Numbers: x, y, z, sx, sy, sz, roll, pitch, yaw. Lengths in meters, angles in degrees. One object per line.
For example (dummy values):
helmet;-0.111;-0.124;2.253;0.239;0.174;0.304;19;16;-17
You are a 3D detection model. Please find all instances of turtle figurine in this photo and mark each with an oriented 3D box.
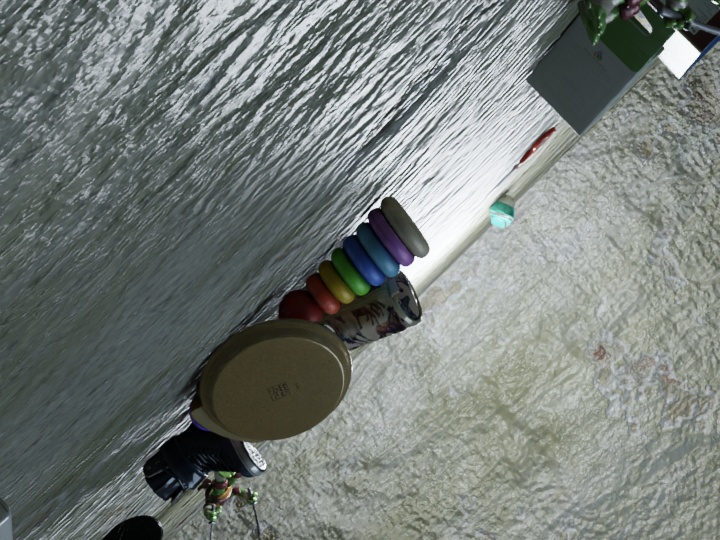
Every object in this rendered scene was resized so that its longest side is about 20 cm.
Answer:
turtle figurine;-0.288;0.521;2.683;0.141;0.201;0.196;0;129;-21
turtle figurine;0.346;-0.286;1.279;0.191;0.202;0.145;-21;-151;5

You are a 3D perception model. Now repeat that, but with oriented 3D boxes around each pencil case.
pencil case;-0.015;0.062;1.496;0.198;0.079;0.089;-24;160;29

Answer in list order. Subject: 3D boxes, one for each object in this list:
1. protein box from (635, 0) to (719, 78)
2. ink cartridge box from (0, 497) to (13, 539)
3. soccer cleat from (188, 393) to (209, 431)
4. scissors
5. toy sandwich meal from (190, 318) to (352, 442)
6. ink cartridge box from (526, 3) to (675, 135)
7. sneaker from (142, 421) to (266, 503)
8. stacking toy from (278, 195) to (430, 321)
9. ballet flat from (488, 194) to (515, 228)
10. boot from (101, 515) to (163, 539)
protein box;0.492;-0.406;1.670;0.200;0.135;0.198;-44;174;5
ink cartridge box;-0.293;0.187;0.723;0.144;0.084;0.200;-41;172;-26
soccer cleat;-0.176;0.173;1.549;0.073;0.069;0.200;-33;179;25
scissors;0.337;-0.225;2.473;0.200;0.014;0.073;-49;175;26
toy sandwich meal;-0.106;0.124;1.400;0.205;0.204;0.071;-45;-144;18
ink cartridge box;0.307;-0.275;1.476;0.059;0.104;0.200;-38;171;-43
sneaker;-0.212;0.264;1.586;0.146;0.077;0.202;-40;-158;-10
stacking toy;-0.017;0.002;1.408;0.199;0.086;0.085;-37;175;7
ballet flat;0.356;-0.154;2.939;0.200;0.066;0.071;46;66;-84
boot;-0.425;0.501;2.090;0.197;0.074;0.163;-36;171;-3
